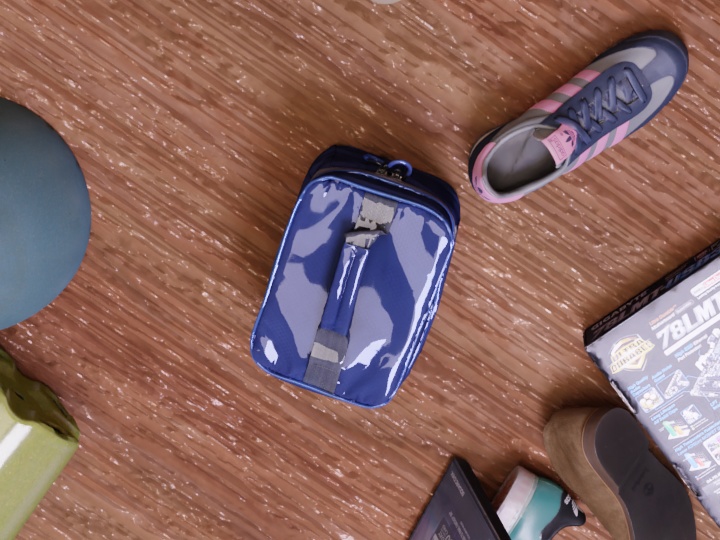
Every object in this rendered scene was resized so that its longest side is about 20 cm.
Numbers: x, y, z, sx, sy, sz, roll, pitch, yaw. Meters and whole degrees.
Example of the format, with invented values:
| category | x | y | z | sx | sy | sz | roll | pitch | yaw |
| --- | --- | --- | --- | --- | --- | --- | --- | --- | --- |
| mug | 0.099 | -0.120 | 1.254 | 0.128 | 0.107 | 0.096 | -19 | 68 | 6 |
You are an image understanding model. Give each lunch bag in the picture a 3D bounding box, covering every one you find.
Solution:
| category | x | y | z | sx | sy | sz | roll | pitch | yaw |
| --- | --- | --- | --- | --- | --- | --- | --- | --- | --- |
| lunch bag | 0.000 | 0.000 | 1.703 | 0.135 | 0.132 | 0.201 | 17 | 109 | -1 |

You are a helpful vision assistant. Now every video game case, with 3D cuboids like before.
| category | x | y | z | sx | sy | sz | roll | pitch | yaw |
| --- | --- | --- | --- | --- | --- | --- | --- | --- | --- |
| video game case | 0.059 | 0.275 | 1.783 | 0.019 | 0.143 | 0.200 | 20 | 109 | -24 |

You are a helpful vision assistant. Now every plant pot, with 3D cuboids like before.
| category | x | y | z | sx | sy | sz | roll | pitch | yaw |
| --- | --- | --- | --- | --- | --- | --- | --- | --- | --- |
| plant pot | -0.327 | -0.031 | 1.719 | 0.199 | 0.135 | 0.201 | 1 | 107 | 4 |
| plant pot | -0.337 | 0.162 | 1.766 | 0.200 | 0.200 | 0.184 | 42 | 95 | -9 |

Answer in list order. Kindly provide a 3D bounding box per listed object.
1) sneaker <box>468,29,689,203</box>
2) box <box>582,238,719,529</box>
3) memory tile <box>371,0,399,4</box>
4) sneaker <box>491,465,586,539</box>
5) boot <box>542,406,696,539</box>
| category | x | y | z | sx | sy | sz | roll | pitch | yaw |
| --- | --- | --- | --- | --- | --- | --- | --- | --- | --- |
| sneaker | 0.173 | -0.113 | 1.678 | 0.200 | 0.082 | 0.070 | -35 | 101 | 14 |
| box | 0.317 | 0.078 | 1.745 | 0.200 | 0.050 | 0.199 | -36 | 100 | 13 |
| memory tile | 0.085 | -0.290 | 1.664 | 0.199 | 0.017 | 0.154 | -6 | 107 | 7 |
| sneaker | 0.118 | 0.266 | 1.810 | 0.080 | 0.071 | 0.200 | 29 | 107 | -2 |
| boot | 0.219 | 0.189 | 1.790 | 0.075 | 0.074 | 0.200 | 4 | 131 | 49 |
